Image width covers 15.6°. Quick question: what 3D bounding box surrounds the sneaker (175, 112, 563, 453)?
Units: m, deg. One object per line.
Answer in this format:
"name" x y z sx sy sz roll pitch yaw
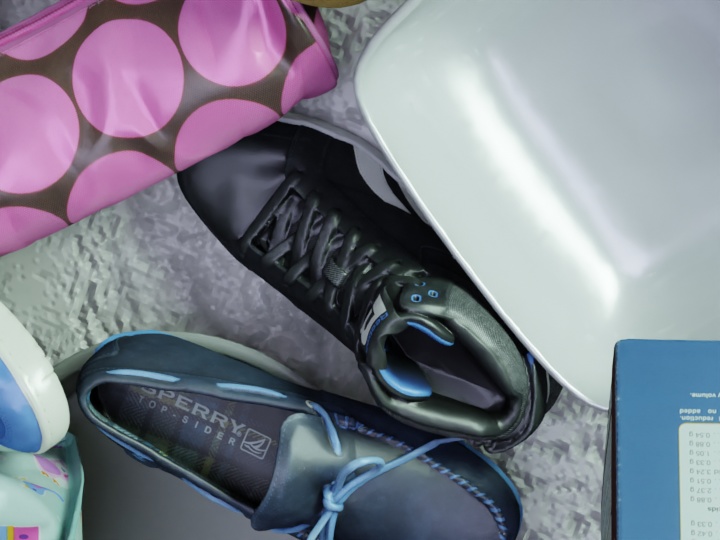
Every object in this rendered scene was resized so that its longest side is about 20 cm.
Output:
"sneaker" 0.000 0.000 1.104 0.199 0.112 0.073 33 104 4

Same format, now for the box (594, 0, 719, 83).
"box" 0.213 -0.126 1.075 0.199 0.036 0.144 24 104 9

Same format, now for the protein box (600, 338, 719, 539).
"protein box" 0.193 0.147 1.016 0.197 0.135 0.201 1 57 4

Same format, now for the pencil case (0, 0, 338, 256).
"pencil case" -0.112 -0.078 1.108 0.199 0.091 0.094 -28 118 3

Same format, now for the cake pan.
"cake pan" -0.078 0.123 1.182 0.199 0.037 0.202 2 100 11

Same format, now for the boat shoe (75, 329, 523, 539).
"boat shoe" -0.031 0.090 1.111 0.199 0.069 0.085 16 103 9

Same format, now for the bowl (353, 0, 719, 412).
"bowl" 0.122 -0.067 1.054 0.199 0.075 0.200 -34 98 28

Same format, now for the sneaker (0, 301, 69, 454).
"sneaker" -0.222 0.037 1.080 0.199 0.111 0.077 35 146 20

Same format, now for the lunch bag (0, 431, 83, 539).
"lunch bag" -0.176 0.165 1.079 0.121 0.200 0.172 11 105 -13

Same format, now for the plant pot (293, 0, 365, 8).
"plant pot" 0.015 -0.200 1.000 0.186 0.186 0.200 40 130 2
